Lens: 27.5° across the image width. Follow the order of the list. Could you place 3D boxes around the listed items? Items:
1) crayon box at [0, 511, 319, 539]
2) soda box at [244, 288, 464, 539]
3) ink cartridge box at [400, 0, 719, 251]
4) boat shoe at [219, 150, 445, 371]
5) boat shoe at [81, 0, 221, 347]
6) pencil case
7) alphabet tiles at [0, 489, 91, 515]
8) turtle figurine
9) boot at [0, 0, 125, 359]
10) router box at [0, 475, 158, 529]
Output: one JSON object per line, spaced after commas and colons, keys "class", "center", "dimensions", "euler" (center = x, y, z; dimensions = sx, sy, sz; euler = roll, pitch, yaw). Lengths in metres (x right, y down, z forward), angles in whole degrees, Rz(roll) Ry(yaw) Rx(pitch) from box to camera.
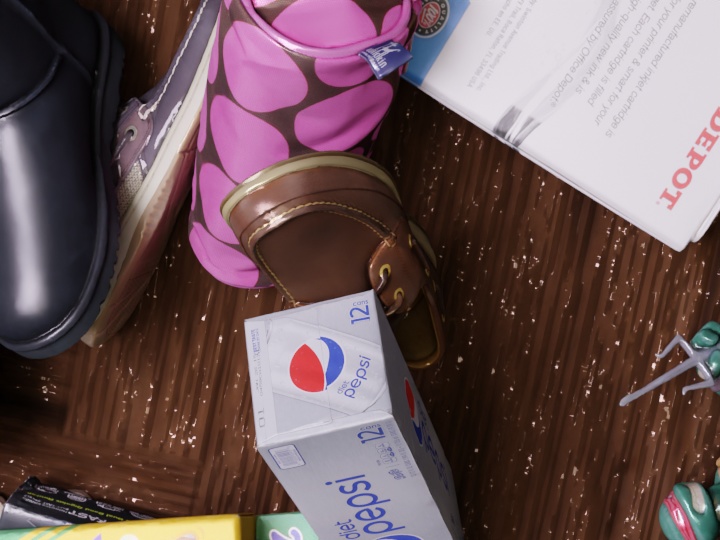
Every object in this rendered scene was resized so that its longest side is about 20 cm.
{"class": "crayon box", "center": [-0.117, 0.186, 0.719], "dimensions": [0.199, 0.052, 0.126], "euler": [-5, 81, 5]}
{"class": "soda box", "center": [0.003, 0.092, 0.717], "dimensions": [0.063, 0.200, 0.068], "euler": [-14, 56, 7]}
{"class": "ink cartridge box", "center": [0.117, -0.123, 0.745], "dimensions": [0.200, 0.084, 0.146], "euler": [33, 97, 3]}
{"class": "boat shoe", "center": [0.000, 0.000, 0.705], "dimensions": [0.072, 0.200, 0.068], "euler": [-28, 67, 11]}
{"class": "boat shoe", "center": [-0.121, -0.059, 0.783], "dimensions": [0.065, 0.072, 0.200], "euler": [26, 99, 3]}
{"class": "pencil case", "center": [-0.029, -0.072, 0.719], "dimensions": [0.093, 0.200, 0.091], "euler": [-16, 64, -24]}
{"class": "alphabet tiles", "center": [-0.194, 0.224, 0.835], "dimensions": [0.195, 0.015, 0.201], "euler": [-3, 94, -1]}
{"class": "turtle figurine", "center": [0.216, 0.092, 0.747], "dimensions": [0.200, 0.101, 0.150], "euler": [-27, 50, 6]}
{"class": "boot", "center": [-0.186, -0.077, 0.686], "dimensions": [0.076, 0.168, 0.201], "euler": [-11, 62, 26]}
{"class": "router box", "center": [-0.141, 0.230, 0.797], "dimensions": [0.149, 0.062, 0.201], "euler": [16, 94, -1]}
